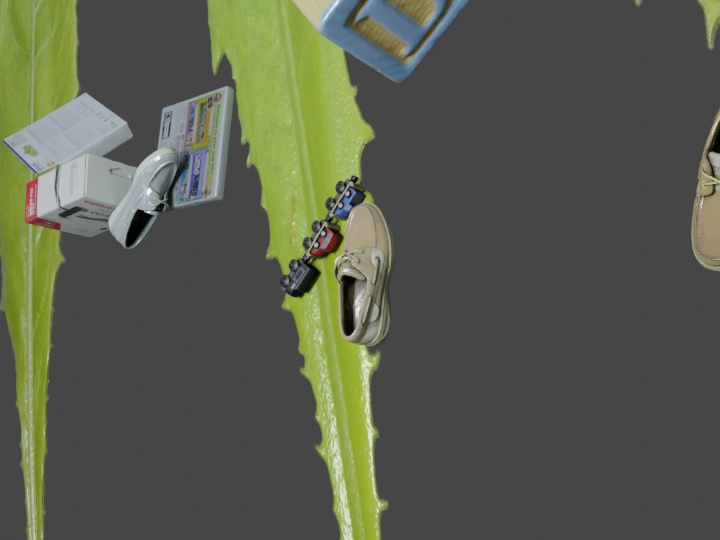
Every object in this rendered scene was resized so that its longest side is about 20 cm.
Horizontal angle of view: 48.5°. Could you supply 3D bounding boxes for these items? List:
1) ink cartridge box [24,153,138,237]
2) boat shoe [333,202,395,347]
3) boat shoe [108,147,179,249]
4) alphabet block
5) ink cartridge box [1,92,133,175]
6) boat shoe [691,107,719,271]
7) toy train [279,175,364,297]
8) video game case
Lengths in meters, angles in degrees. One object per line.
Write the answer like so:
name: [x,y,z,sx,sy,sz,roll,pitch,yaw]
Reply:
ink cartridge box: [-0.502,-0.134,1.476,0.199,0.144,0.084,-15,71,37]
boat shoe: [0.000,0.000,1.073,0.072,0.065,0.201,-10,72,38]
boat shoe: [-0.365,-0.120,1.386,0.201,0.070,0.072,-50,63,23]
alphabet block: [0.015,-0.413,1.086,0.197,0.195,0.200,-48,55,18]
ink cartridge box: [-0.576,-0.258,1.568,0.200,0.041,0.199,-36,47,-21]
boat shoe: [0.367,-0.101,0.790,0.074,0.066,0.201,11,86,41]
toy train: [-0.053,-0.046,1.150,0.046,0.034,0.201,41,106,35]
video game case: [-0.296,-0.209,1.405,0.181,0.022,0.201,-7,74,39]
